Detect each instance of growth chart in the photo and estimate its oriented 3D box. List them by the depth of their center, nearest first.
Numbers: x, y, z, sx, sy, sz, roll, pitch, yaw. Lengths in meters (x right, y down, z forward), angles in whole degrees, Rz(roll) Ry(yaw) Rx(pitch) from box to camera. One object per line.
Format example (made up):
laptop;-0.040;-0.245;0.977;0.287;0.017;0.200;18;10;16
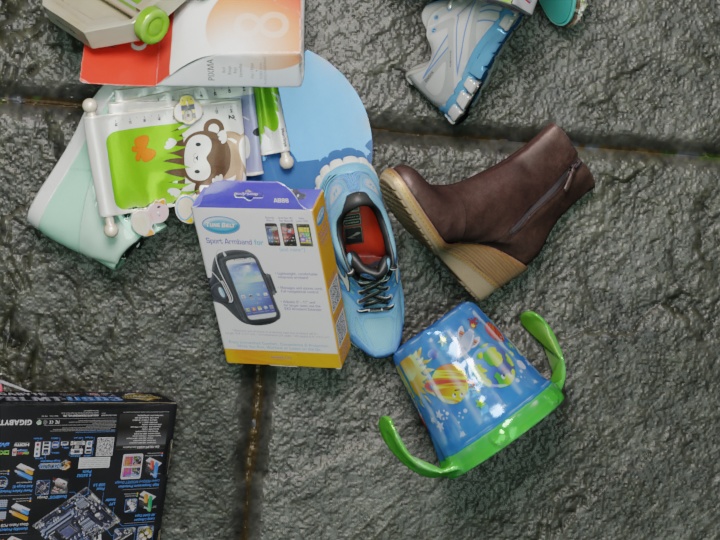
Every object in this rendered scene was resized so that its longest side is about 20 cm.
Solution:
growth chart;-0.157;-0.117;1.380;0.199;0.018;0.146;-20;105;-14

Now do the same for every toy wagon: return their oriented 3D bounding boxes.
toy wagon;-0.193;-0.284;1.368;0.155;0.040;0.200;34;69;31

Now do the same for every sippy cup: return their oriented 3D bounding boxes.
sippy cup;0.102;0.106;1.426;0.139;0.178;0.131;-38;86;30

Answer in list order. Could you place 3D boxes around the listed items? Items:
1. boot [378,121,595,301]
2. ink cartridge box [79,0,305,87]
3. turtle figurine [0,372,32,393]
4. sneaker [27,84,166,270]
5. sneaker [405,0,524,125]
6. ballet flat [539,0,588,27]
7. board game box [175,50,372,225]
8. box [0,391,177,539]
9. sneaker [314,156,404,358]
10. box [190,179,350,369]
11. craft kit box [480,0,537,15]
boot;0.119;-0.080;1.401;0.166;0.072;0.200;-47;132;-2
ink cartridge box;-0.149;-0.239;1.364;0.198;0.050;0.163;2;52;-5
turtle figurine;-0.412;0.142;1.417;0.198;0.101;0.151;9;90;-8
sneaker;-0.213;-0.098;1.409;0.118;0.074;0.201;33;104;0
sneaker;0.104;-0.237;1.394;0.086;0.075;0.201;34;113;7
ballet flat;0.180;-0.330;1.408;0.064;0.075;0.201;-29;104;-33
board game box;-0.087;-0.115;1.434;0.198;0.039;0.159;-18;104;2
box;-0.276;0.215;1.408;0.199;0.050;0.200;3;99;-38
sneaker;0.000;0.000;1.409;0.078;0.090;0.201;-15;117;-4
box;-0.082;-0.002;1.388;0.118;0.042;0.201;2;123;17
craft kit box;0.100;-0.349;1.354;0.199;0.048;0.199;25;94;36
